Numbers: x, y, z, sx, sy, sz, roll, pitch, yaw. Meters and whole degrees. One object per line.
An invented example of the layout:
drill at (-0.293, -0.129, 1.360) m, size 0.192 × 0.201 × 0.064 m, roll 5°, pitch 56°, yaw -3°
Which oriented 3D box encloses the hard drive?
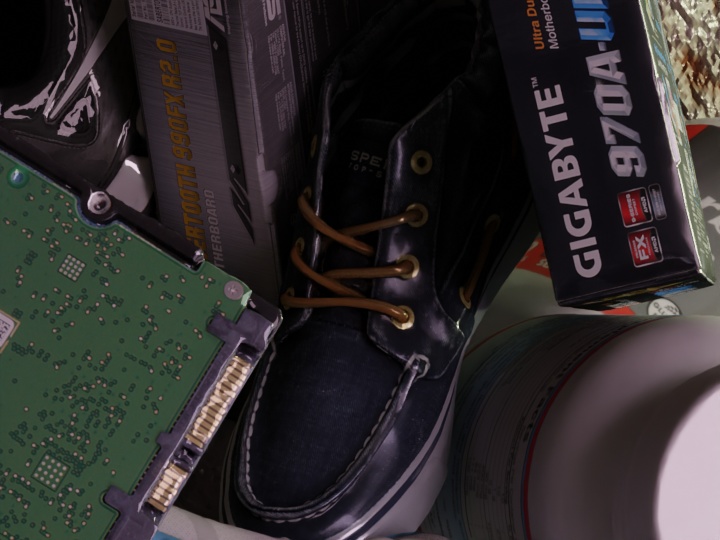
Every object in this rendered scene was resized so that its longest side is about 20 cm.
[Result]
hard drive at (-0.137, 0.017, 0.701) m, size 0.199 × 0.038 × 0.140 m, roll 31°, pitch 74°, yaw -1°

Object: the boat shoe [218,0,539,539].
boat shoe at (0.000, 0.000, 0.860) m, size 0.091 × 0.070 × 0.201 m, roll 72°, pitch 34°, yaw -45°

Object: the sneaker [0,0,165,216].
sneaker at (-0.090, -0.116, 0.906) m, size 0.090 × 0.066 × 0.201 m, roll 23°, pitch 74°, yaw -42°

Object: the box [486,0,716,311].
box at (0.073, -0.069, 0.866) m, size 0.200 × 0.046 × 0.160 m, roll 4°, pitch 74°, yaw -81°

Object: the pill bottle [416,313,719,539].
pill bottle at (0.091, 0.068, 0.853) m, size 0.108 × 0.200 × 0.110 m, roll 0°, pitch 89°, yaw -16°

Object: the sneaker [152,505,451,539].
sneaker at (-0.008, 0.104, 0.789) m, size 0.199 × 0.075 × 0.087 m, roll 32°, pitch 43°, yaw -21°

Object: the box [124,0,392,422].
box at (-0.010, -0.071, 0.927) m, size 0.158 × 0.048 × 0.201 m, roll -47°, pitch 141°, yaw -44°

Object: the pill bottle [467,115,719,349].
pill bottle at (0.123, 0.011, 1.061) m, size 0.200 × 0.115 × 0.116 m, roll -36°, pitch 110°, yaw -39°
